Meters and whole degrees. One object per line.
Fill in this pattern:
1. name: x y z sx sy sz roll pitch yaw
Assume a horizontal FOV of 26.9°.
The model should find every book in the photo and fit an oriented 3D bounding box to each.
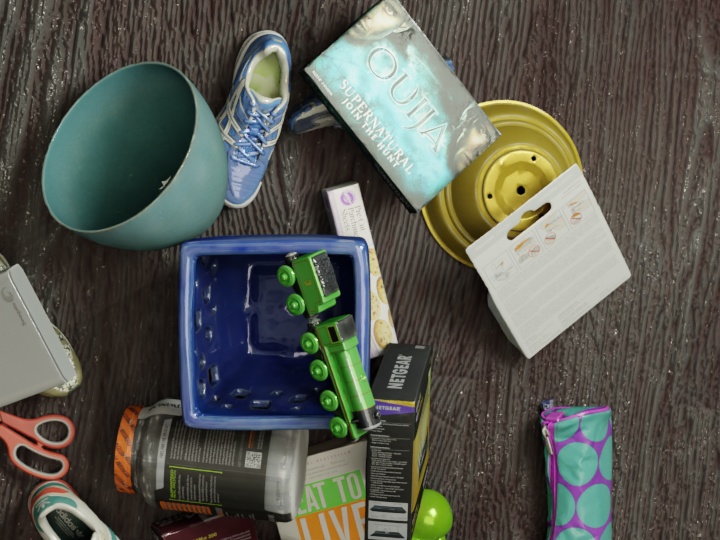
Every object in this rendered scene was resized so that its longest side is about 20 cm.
1. book: -0.028 0.300 1.745 0.133 0.048 0.201 -16 101 -5

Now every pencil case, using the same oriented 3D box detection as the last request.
1. pencil case: 0.250 0.256 1.770 0.092 0.085 0.201 -5 97 -27

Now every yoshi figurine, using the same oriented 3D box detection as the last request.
1. yoshi figurine: 0.107 0.316 1.723 0.199 0.112 0.113 31 53 -28

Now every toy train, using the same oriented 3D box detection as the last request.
1. toy train: -0.027 0.074 1.495 0.042 0.056 0.201 -27 100 -51

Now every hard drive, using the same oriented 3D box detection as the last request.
1. hard drive: -0.410 0.085 1.595 0.199 0.027 0.132 -20 102 26

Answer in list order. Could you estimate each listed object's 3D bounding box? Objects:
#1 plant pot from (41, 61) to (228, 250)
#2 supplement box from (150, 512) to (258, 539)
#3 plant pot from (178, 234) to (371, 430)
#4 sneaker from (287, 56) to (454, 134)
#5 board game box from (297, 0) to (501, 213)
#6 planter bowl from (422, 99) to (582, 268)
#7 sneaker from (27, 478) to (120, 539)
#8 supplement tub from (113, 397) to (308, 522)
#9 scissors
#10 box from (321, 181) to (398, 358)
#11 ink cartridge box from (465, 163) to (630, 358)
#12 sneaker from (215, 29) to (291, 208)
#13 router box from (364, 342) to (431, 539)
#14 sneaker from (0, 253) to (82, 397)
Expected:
1. plant pot: -0.218 -0.100 1.602 0.200 0.200 0.135 -51 140 -2
2. supplement box: -0.160 0.371 1.706 0.108 0.061 0.201 -14 99 -21
3. plant pot: -0.081 0.054 1.617 0.199 0.180 0.201 0 98 6
4. sneaker: 0.019 -0.175 1.683 0.199 0.077 0.086 -17 103 -8
5. board game box: 0.044 -0.181 1.638 0.135 0.028 0.200 -43 103 -13
6. planter bowl: 0.172 -0.093 1.717 0.199 0.083 0.202 -1 97 -11
7. sneaker: -0.293 0.319 1.665 0.070 0.093 0.200 -41 102 -4
8. supplement tub: -0.162 0.205 1.651 0.199 0.123 0.123 6 95 5
9. scissors: -0.409 0.168 1.662 0.199 0.014 0.074 24 83 -13
10. box: 0.000 0.000 1.716 0.041 0.039 0.201 -15 99 -10
11. ink cartridge box: 0.206 -0.016 1.706 0.160 0.047 0.200 -38 131 -4
12. sneaker: -0.123 -0.166 1.654 0.075 0.077 0.201 10 96 -14
13. router box: 0.042 0.182 1.632 0.052 0.200 0.158 3 105 7
14. sneaker: -0.369 0.057 1.618 0.077 0.089 0.200 -41 103 -17
